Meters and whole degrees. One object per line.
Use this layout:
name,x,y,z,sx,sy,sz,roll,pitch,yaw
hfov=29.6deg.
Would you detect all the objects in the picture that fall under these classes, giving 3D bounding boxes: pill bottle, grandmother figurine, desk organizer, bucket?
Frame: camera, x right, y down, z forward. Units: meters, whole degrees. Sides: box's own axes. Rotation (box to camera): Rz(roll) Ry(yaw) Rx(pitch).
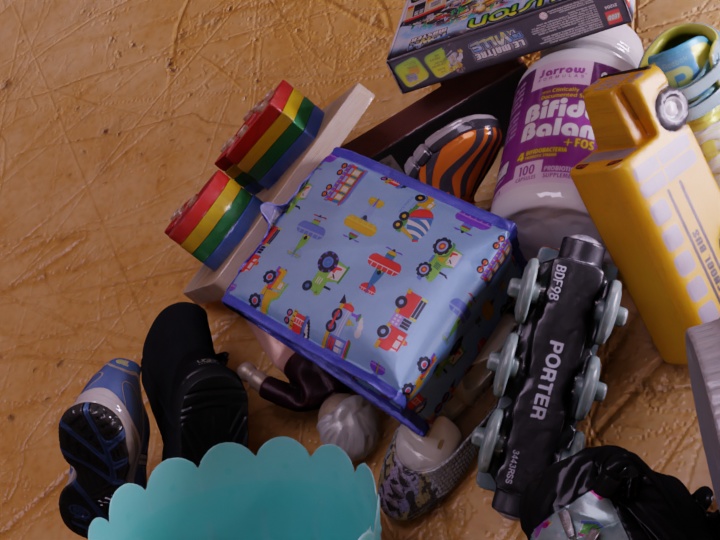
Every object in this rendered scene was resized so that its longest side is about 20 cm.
pill bottle,0.169,-0.100,1.061,0.111,0.112,0.201,-5,53,28
grandmother figurine,-0.039,0.074,1.126,0.121,0.061,0.201,-30,53,-1
desk organizer,0.057,-0.129,1.179,0.199,0.072,0.077,-30,49,12
bucket,-0.076,0.222,0.933,0.205,0.136,0.207,-7,23,3

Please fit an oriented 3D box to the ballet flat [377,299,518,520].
ballet flat,0.073,0.099,1.035,0.201,0.072,0.072,-50,50,-4

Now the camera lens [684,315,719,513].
camera lens,0.310,0.086,0.822,0.198,0.160,0.161,-12,56,8

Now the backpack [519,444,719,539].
backpack,0.181,0.227,0.855,0.126,0.166,0.201,-36,52,29

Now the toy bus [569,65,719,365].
toy bus,0.210,-0.038,0.951,0.078,0.201,0.065,-35,16,-22

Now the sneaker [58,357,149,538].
sneaker,-0.200,0.155,1.108,0.075,0.201,0.077,18,45,2

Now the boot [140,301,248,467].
boot,-0.138,0.143,1.127,0.168,0.076,0.202,-132,45,-66

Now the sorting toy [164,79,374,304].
sorting toy,-0.094,-0.075,1.159,0.201,0.069,0.199,-55,10,-12

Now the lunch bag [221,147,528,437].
lunch bag,0.000,0.000,1.005,0.199,0.094,0.151,30,78,24

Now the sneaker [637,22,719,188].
sneaker,0.252,-0.094,1.002,0.079,0.131,0.201,-21,55,17

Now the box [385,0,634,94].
box,0.124,-0.213,1.104,0.199,0.035,0.110,-15,34,25

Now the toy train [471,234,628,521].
toy train,0.131,0.074,0.959,0.085,0.114,0.202,14,89,6

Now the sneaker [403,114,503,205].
sneaker,0.070,-0.023,1.086,0.200,0.077,0.112,-56,50,36
